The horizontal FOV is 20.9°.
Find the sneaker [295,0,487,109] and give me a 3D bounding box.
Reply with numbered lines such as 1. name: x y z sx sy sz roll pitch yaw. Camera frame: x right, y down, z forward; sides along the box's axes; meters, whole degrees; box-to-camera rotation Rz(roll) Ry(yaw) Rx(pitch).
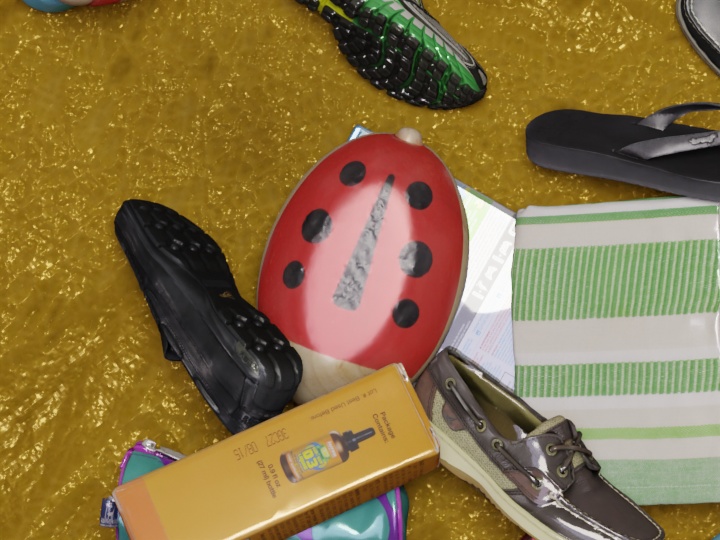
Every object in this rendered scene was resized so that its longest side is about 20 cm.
1. sneaker: 0.017 -0.190 1.305 0.200 0.078 0.085 47 63 -8

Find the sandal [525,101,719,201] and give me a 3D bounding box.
1. sandal: 0.202 -0.083 1.265 0.200 0.076 0.043 7 121 20

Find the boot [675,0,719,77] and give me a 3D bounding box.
1. boot: 0.296 -0.131 1.243 0.203 0.154 0.074 40 92 3

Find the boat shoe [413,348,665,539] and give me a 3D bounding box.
1. boat shoe: 0.113 0.122 1.254 0.200 0.073 0.065 32 114 18

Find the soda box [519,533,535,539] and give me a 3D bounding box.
1. soda box: 0.079 0.254 1.295 0.063 0.070 0.200 43 92 4

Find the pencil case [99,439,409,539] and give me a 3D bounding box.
1. pencil case: -0.067 0.160 1.300 0.199 0.085 0.093 1 100 4

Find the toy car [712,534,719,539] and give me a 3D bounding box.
1. toy car: 0.330 0.189 1.205 0.184 0.200 0.177 -38 87 3

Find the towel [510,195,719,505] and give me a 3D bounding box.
1. towel: 0.173 0.054 1.280 0.152 0.023 0.201 -3 91 23

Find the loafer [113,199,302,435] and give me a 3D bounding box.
1. loafer: -0.112 0.029 1.286 0.201 0.068 0.070 51 119 34

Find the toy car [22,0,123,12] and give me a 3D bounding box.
1. toy car: -0.124 -0.269 1.294 0.200 0.184 0.177 -9 88 -25

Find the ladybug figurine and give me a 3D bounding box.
1. ladybug figurine: 0.000 0.000 1.286 0.135 0.072 0.201 16 90 5

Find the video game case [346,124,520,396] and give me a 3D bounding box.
1. video game case: 0.049 0.011 1.328 0.200 0.018 0.143 30 92 4

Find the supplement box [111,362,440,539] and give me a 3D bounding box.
1. supplement box: -0.051 0.132 1.229 0.200 0.069 0.067 -24 71 -4
